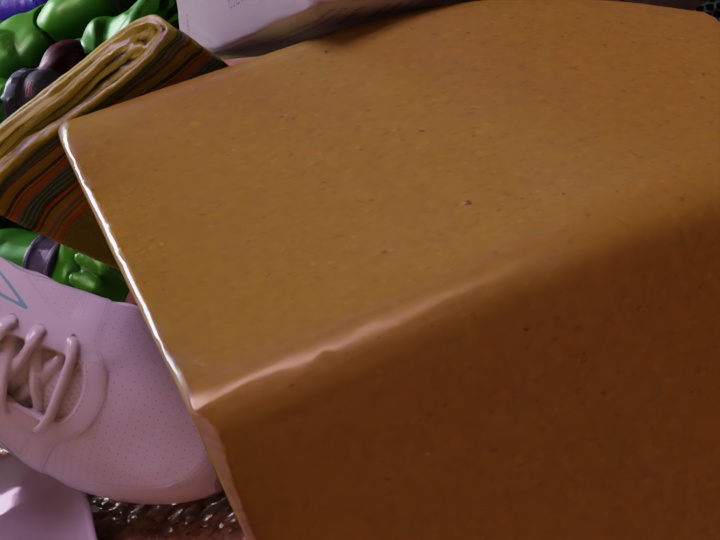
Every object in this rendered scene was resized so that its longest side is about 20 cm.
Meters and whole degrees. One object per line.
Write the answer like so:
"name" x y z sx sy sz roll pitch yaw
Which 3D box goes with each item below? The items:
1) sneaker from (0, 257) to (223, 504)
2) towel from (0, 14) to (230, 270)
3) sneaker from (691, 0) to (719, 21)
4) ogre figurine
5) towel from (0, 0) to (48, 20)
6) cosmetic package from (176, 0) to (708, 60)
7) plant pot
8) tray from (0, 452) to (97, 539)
"sneaker" -0.133 0.028 1.002 0.071 0.200 0.080 -65 -12 8
"towel" -0.061 -0.030 0.963 0.086 0.200 0.018 -37 70 9
"sneaker" 0.145 -0.083 1.040 0.091 0.078 0.200 14 53 45
"ogre figurine" -0.129 -0.059 1.197 0.119 0.098 0.201 -13 68 27
"towel" -0.153 -0.141 1.406 0.199 0.050 0.148 -15 26 24
"cosmetic package" 0.046 -0.122 0.931 0.199 0.082 0.113 -9 -1 -27
"plant pot" 0.053 0.031 0.840 0.199 0.196 0.194 -25 30 -5
"tray" -0.181 0.133 1.036 0.199 0.022 0.108 -27 29 4
